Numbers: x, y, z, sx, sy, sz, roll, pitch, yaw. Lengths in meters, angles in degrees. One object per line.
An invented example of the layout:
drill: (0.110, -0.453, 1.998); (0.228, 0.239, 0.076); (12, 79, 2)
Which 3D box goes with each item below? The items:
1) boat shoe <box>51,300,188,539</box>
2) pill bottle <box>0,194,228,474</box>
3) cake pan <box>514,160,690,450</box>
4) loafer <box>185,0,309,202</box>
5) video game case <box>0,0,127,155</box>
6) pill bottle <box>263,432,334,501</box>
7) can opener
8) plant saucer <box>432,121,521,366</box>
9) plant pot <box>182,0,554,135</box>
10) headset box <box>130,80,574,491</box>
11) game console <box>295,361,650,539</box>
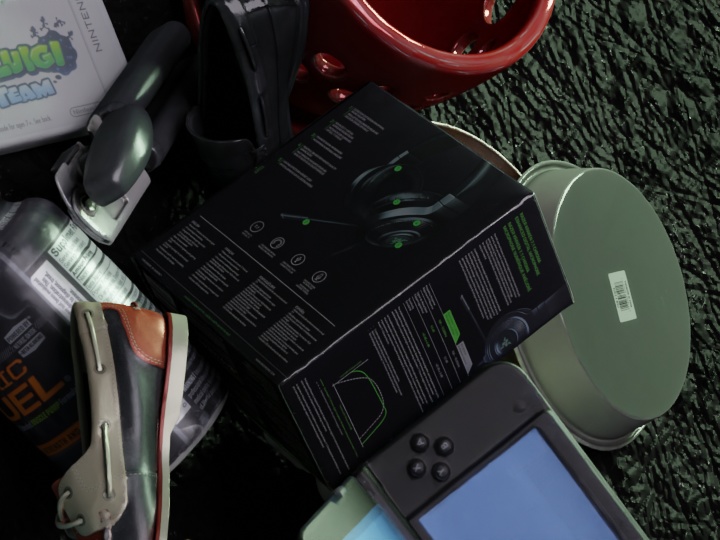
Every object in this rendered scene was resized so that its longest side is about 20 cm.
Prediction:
boat shoe: (-0.133, 0.112, 1.362); (0.062, 0.071, 0.201); (10, 69, -15)
pill bottle: (-0.177, 0.033, 1.457); (0.200, 0.106, 0.106); (46, 50, -12)
cake pan: (0.163, 0.020, 1.734); (0.200, 0.037, 0.202); (24, 59, -47)
loafer: (-0.077, -0.087, 1.553); (0.070, 0.202, 0.068); (-23, 42, -39)
video game case: (-0.240, -0.156, 1.542); (0.199, 0.024, 0.183); (-17, 82, -42)
pill bottle: (0.045, 0.122, 1.584); (0.200, 0.114, 0.115); (37, 53, -19)
can opener: (-0.125, -0.089, 1.531); (0.053, 0.067, 0.200); (51, 35, -19)
plant saucer: (0.053, -0.001, 1.698); (0.199, 0.032, 0.202); (16, 62, -33)
plant pot: (-0.004, -0.185, 1.632); (0.199, 0.182, 0.202); (16, 61, -32)
headset box: (0.000, 0.000, 1.496); (0.200, 0.174, 0.093); (-38, 132, -15)
game console: (0.081, 0.172, 1.383); (0.170, 0.118, 0.200); (-37, 92, -9)
